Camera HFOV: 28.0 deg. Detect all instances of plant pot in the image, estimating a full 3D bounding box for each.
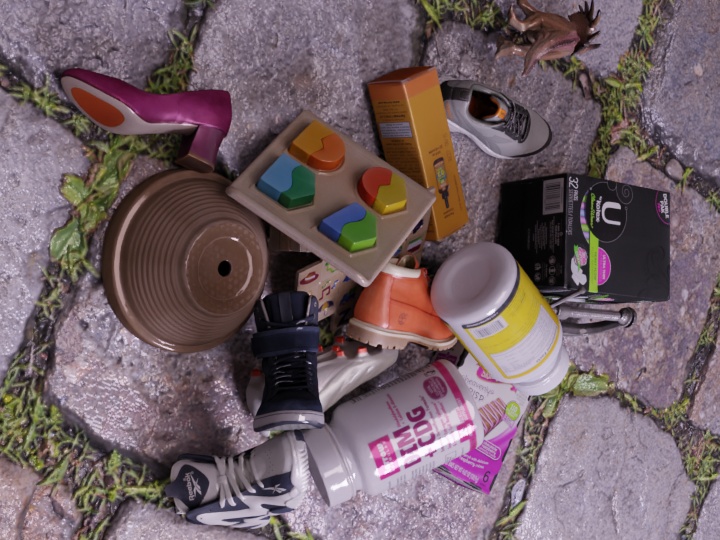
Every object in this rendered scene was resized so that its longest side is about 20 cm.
[{"bbox_3d":[-0.170,-0.007,1.549,0.199,0.092,0.203,-6,100,-36],"label":"plant pot"}]

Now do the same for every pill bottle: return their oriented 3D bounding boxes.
[{"bbox_3d":[0.174,0.064,1.725,0.113,0.111,0.200,-57,134,-17],"label":"pill bottle"},{"bbox_3d":[0.034,0.193,1.690,0.198,0.113,0.114,-24,111,-11],"label":"pill bottle"}]

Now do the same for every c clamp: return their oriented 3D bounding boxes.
[{"bbox_3d":[0.281,0.063,1.859,0.199,0.170,0.027,8,69,-43],"label":"c clamp"}]

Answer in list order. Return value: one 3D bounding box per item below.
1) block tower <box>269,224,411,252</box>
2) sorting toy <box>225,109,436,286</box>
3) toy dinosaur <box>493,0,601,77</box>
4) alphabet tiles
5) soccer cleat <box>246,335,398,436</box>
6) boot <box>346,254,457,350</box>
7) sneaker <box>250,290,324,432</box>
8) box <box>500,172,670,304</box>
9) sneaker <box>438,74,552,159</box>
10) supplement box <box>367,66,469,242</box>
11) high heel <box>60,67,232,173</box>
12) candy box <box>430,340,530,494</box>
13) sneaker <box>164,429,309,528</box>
[{"bbox_3d":[-0.024,-0.056,1.657,0.199,0.054,0.058,-6,99,-47],"label":"block tower"},{"bbox_3d":[-0.026,-0.088,1.578,0.184,0.037,0.200,34,42,5],"label":"sorting toy"},{"bbox_3d":[0.242,-0.292,1.790,0.134,0.200,0.087,15,117,0],"label":"toy dinosaur"},{"bbox_3d":[0.000,0.000,1.676,0.199,0.008,0.168,-26,144,-32],"label":"alphabet tiles"},{"bbox_3d":[-0.043,0.131,1.684,0.198,0.069,0.078,-17,111,-27],"label":"soccer cleat"},{"bbox_3d":[0.066,0.037,1.717,0.199,0.075,0.108,7,99,-58],"label":"boot"},{"bbox_3d":[-0.078,0.095,1.526,0.076,0.202,0.148,-2,89,-4],"label":"sneaker"},{"bbox_3d":[0.292,-0.037,1.866,0.199,0.124,0.150,7,82,-38],"label":"box"},{"bbox_3d":[0.170,-0.186,1.792,0.199,0.079,0.075,16,85,-39],"label":"sneaker"},{"bbox_3d":[0.070,-0.138,1.726,0.066,0.068,0.202,-29,111,-41],"label":"supplement box"},{"bbox_3d":[-0.222,-0.185,1.515,0.199,0.067,0.097,31,61,-38],"label":"high heel"},{"bbox_3d":[0.142,0.164,1.828,0.136,0.061,0.202,32,76,-35],"label":"candy box"},{"bbox_3d":[-0.141,0.228,1.557,0.128,0.199,0.080,1,69,-26],"label":"sneaker"}]
